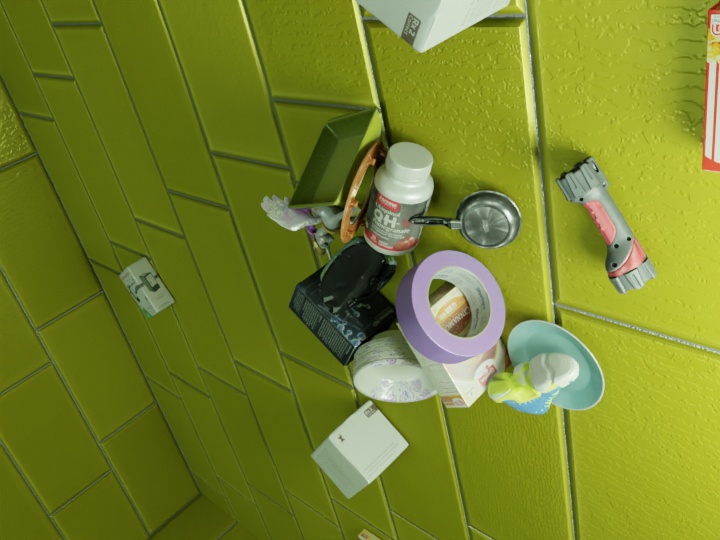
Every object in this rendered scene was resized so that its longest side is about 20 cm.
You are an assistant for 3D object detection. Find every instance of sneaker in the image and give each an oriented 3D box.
[{"bbox_3d":[0.338,0.213,1.310,0.105,0.076,0.200,34,144,-26],"label":"sneaker"}]

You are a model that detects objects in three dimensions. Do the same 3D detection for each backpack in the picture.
[{"bbox_3d":[0.000,0.000,1.467,0.163,0.200,0.154,-48,68,16],"label":"backpack"}]

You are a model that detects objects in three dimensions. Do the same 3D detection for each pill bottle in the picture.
[{"bbox_3d":[0.073,-0.133,1.309,0.111,0.111,0.200,37,140,24],"label":"pill bottle"}]

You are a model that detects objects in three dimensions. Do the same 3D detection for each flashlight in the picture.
[{"bbox_3d":[0.362,-0.064,1.053,0.200,0.068,0.068,55,142,-5],"label":"flashlight"}]

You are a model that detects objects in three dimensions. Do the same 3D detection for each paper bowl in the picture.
[{"bbox_3d":[0.084,0.206,1.568,0.200,0.105,0.201,2,146,2],"label":"paper bowl"}]

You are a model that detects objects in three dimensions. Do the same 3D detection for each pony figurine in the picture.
[{"bbox_3d":[-0.088,-0.133,1.506,0.193,0.167,0.200,46,132,-1],"label":"pony figurine"}]

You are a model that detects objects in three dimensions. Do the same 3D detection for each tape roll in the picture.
[{"bbox_3d":[0.166,0.067,1.298,0.200,0.200,0.066,53,147,2],"label":"tape roll"}]

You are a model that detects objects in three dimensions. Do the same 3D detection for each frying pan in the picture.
[{"bbox_3d":[0.184,-0.095,1.222,0.189,0.031,0.115,18,127,6],"label":"frying pan"}]

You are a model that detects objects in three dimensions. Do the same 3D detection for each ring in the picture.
[{"bbox_3d":[0.009,-0.144,1.317,0.019,0.201,0.201,20,139,9],"label":"ring"}]

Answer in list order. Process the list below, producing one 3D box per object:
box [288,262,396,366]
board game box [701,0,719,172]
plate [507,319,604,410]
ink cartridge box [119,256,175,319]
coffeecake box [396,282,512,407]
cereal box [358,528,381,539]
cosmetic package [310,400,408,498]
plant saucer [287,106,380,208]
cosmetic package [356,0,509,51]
[{"bbox_3d":[-0.042,0.090,1.630,0.200,0.148,0.107,45,147,13],"label":"box"},{"bbox_3d":[0.476,-0.202,0.801,0.151,0.046,0.201,18,133,43],"label":"board game box"},{"bbox_3d":[0.363,0.171,1.308,0.200,0.026,0.201,32,142,29],"label":"plate"},{"bbox_3d":[-0.792,0.066,2.614,0.200,0.084,0.146,57,147,-4],"label":"ink cartridge box"},{"bbox_3d":[0.187,0.142,1.384,0.073,0.153,0.200,-17,106,56],"label":"coffeecake box"},{"bbox_3d":[0.071,0.993,2.419,0.144,0.039,0.201,17,133,43],"label":"cereal box"},{"bbox_3d":[-0.005,0.493,1.940,0.165,0.165,0.200,47,148,9],"label":"cosmetic package"},{"bbox_3d":[-0.041,-0.201,1.346,0.048,0.201,0.199,29,168,-29],"label":"plant saucer"},{"bbox_3d":[0.105,-0.423,0.910,0.165,0.200,0.165,43,145,15],"label":"cosmetic package"}]
